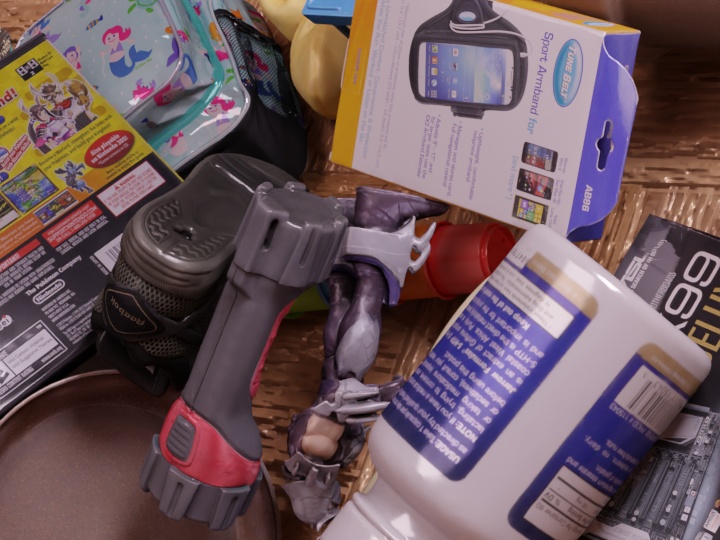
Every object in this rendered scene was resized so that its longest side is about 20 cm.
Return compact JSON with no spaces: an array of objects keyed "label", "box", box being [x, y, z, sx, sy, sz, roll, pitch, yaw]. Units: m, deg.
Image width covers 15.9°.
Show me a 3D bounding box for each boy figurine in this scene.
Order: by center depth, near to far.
[{"label":"boy figurine","box":[-0.011,-0.190,1.685,0.124,0.064,0.201,-9,59,12]}]

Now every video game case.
[{"label":"video game case","box":[-0.204,-0.027,1.534,0.181,0.026,0.200,46,58,10]}]

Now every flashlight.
[{"label":"flashlight","box":[-0.061,0.047,1.432,0.068,0.068,0.201,-97,28,-64]}]

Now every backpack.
[{"label":"backpack","box":[-0.140,-0.114,1.693,0.177,0.150,0.200,-35,41,19]}]

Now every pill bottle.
[{"label":"pill bottle","box":[0.074,0.088,1.321,0.200,0.120,0.120,-51,43,2]}]

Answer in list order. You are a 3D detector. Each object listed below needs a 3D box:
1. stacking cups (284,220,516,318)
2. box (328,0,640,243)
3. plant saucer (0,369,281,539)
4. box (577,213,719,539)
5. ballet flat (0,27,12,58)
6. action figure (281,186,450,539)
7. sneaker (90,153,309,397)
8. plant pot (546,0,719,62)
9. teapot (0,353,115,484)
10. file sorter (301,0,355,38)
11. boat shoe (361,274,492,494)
[{"label":"stacking cups","box":[0.000,0.000,1.557,0.199,0.060,0.061,-3,61,38]},{"label":"box","box":[0.075,-0.093,1.436,0.200,0.041,0.120,21,108,35]},{"label":"plant saucer","box":[-0.143,0.159,1.494,0.201,0.200,0.032,-65,17,-14]},{"label":"box","box":[0.171,0.084,1.365,0.157,0.050,0.200,25,82,46]},{"label":"ballet flat","box":[-0.327,-0.106,1.887,0.068,0.075,0.200,19,76,46]},{"label":"action figure","box":[-0.006,0.055,1.466,0.130,0.069,0.201,158,124,-73]},{"label":"sneaker","box":[-0.095,0.001,1.502,0.076,0.199,0.114,37,118,7]},{"label":"plant pot","box":[0.222,-0.199,1.428,0.174,0.200,0.201,20,76,27]},{"label":"teapot","box":[-0.198,0.120,1.590,0.198,0.146,0.200,-50,10,-27]},{"label":"file sorter","box":[0.084,-0.211,1.578,0.138,0.123,0.201,8,69,42]},{"label":"boat shoe","box":[0.064,0.097,1.436,0.068,0.075,0.201,29,94,45]}]
